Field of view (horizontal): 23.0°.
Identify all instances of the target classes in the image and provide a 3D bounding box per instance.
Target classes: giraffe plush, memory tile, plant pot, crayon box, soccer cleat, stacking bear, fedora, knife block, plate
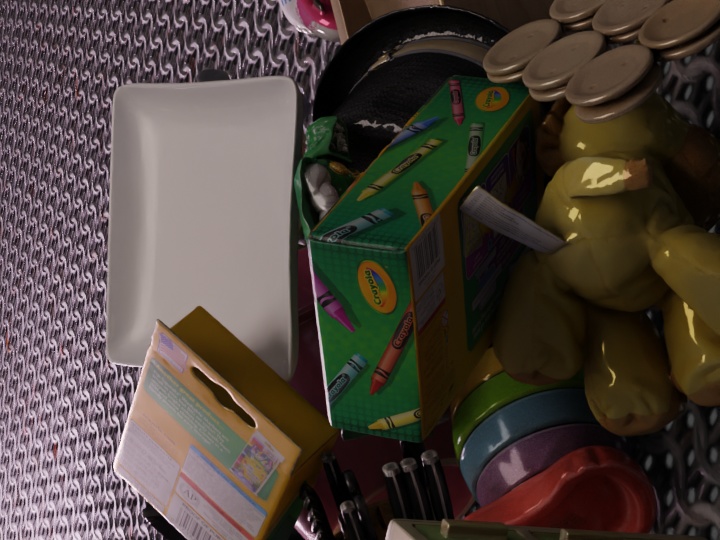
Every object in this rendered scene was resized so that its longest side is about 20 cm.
[{"bbox_3d":[0.149,-0.033,0.987,0.172,0.200,0.162,-30,27,36],"label":"giraffe plush"},{"bbox_3d":[0.170,-0.154,0.963,0.017,0.200,0.153,57,169,-25],"label":"memory tile"},{"bbox_3d":[-0.009,0.106,1.265,0.179,0.200,0.200,58,138,32],"label":"plant pot"},{"bbox_3d":[0.043,-0.012,0.973,0.200,0.058,0.119,-50,-38,-50],"label":"crayon box"},{"bbox_3d":[-0.031,-0.235,1.546,0.200,0.070,0.086,-113,21,-51],"label":"soccer cleat"},{"bbox_3d":[0.101,0.081,1.093,0.121,0.114,0.200,-35,48,22],"label":"stacking bear"},{"bbox_3d":[0.035,-0.070,1.129,0.200,0.092,0.201,17,124,28],"label":"fedora"},{"bbox_3d":[0.043,0.185,1.144,0.176,0.200,0.064,-53,35,24],"label":"knife block"},{"bbox_3d":[-0.089,0.111,1.158,0.126,0.052,0.200,41,145,13],"label":"crayon box"},{"bbox_3d":[-0.102,-0.029,1.199,0.199,0.032,0.200,3,93,47],"label":"plate"}]

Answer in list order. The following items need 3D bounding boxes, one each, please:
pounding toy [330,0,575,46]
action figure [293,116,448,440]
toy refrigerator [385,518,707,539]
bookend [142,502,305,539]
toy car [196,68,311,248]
[{"bbox_3d":[0.075,-0.229,1.230,0.184,0.142,0.200,-19,84,64],"label":"pounding toy"},{"bbox_3d":[0.000,0.000,1.060,0.055,0.118,0.200,-22,75,20],"label":"action figure"},{"bbox_3d":[0.114,0.175,0.936,0.076,0.200,0.070,-149,67,-65],"label":"toy refrigerator"},{"bbox_3d":[-0.111,0.133,1.463,0.200,0.092,0.199,63,-161,-64],"label":"bookend"},{"bbox_3d":[-0.101,-0.093,1.553,0.158,0.164,0.200,125,153,-46],"label":"toy car"}]
